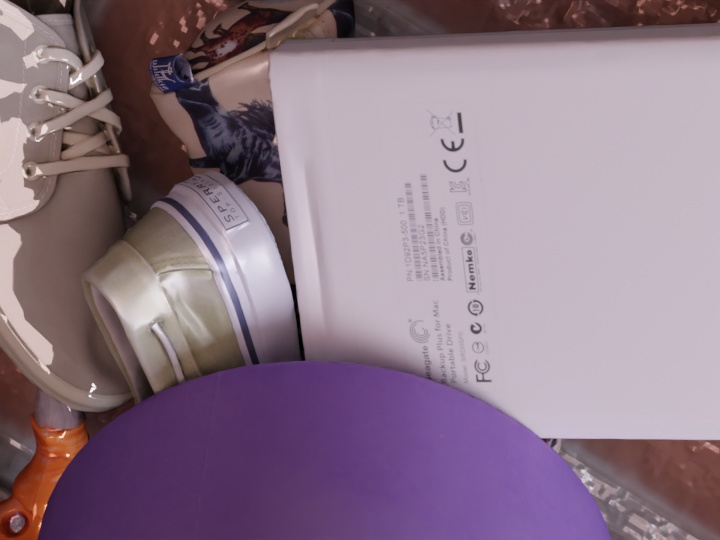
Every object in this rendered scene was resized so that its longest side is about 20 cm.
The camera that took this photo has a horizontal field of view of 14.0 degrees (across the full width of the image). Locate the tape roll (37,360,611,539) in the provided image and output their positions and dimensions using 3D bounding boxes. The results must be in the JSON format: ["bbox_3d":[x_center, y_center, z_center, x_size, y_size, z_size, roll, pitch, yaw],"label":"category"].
[{"bbox_3d":[-0.014,0.131,0.967,0.199,0.085,0.201,3,130,3],"label":"tape roll"}]

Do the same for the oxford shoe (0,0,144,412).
[{"bbox_3d":[-0.110,-0.050,1.006,0.058,0.075,0.201,-18,86,38],"label":"oxford shoe"}]

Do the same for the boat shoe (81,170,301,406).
[{"bbox_3d":[-0.052,0.052,1.009,0.062,0.072,0.201,-29,133,-17],"label":"boat shoe"}]

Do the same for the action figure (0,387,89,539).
[{"bbox_3d":[-0.165,0.118,1.052,0.199,0.105,0.195,-9,92,2],"label":"action figure"}]

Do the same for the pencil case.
[{"bbox_3d":[0.000,0.000,1.018,0.078,0.089,0.201,-27,100,-4],"label":"pencil case"}]

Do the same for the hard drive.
[{"bbox_3d":[0.074,-0.011,0.933,0.199,0.026,0.133,-1,109,19],"label":"hard drive"}]
